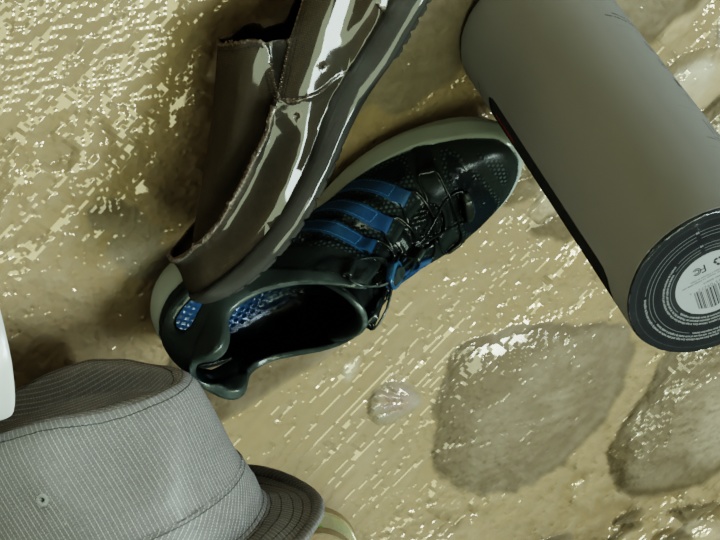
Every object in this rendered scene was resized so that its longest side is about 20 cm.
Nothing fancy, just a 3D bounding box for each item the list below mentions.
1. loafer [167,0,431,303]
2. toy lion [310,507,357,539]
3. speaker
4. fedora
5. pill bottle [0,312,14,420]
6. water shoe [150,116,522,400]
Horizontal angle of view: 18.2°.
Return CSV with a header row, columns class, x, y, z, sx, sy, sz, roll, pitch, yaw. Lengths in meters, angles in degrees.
class,x,y,z,sx,sy,sz,roll,pitch,yaw
loafer,-0.038,-0.080,1.007,0.071,0.073,0.200,29,96,-13
toy lion,-0.038,0.237,1.185,0.200,0.069,0.192,43,94,-8
speaker,0.116,-0.057,1.011,0.081,0.200,0.081,-13,132,-15
fedora,-0.124,0.097,1.033,0.199,0.177,0.091,-11,105,27
pill bottle,-0.253,0.048,0.949,0.199,0.111,0.111,-14,129,-18
water shoe,0.000,0.000,1.071,0.200,0.079,0.072,-28,132,-7
